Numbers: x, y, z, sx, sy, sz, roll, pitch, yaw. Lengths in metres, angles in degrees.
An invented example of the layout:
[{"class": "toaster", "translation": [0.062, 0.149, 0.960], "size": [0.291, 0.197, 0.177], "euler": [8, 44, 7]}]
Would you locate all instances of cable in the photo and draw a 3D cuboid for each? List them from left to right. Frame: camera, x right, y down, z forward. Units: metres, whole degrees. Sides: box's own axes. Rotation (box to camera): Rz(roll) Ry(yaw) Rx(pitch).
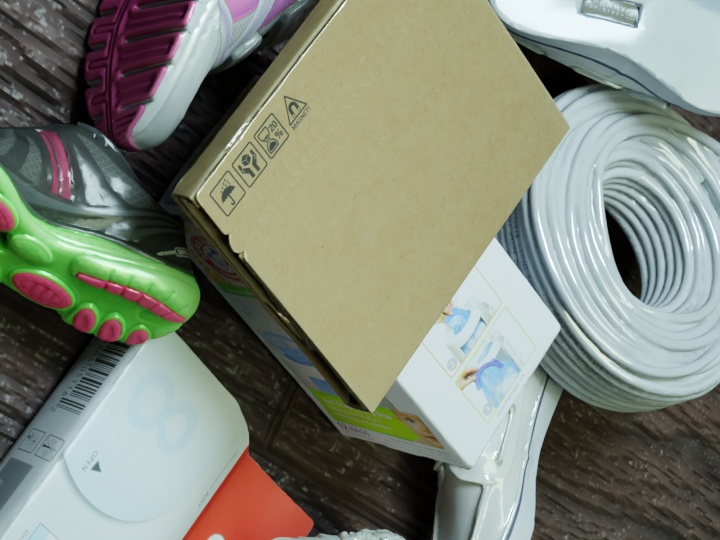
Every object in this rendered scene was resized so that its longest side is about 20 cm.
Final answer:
[{"class": "cable", "translation": [0.160, -0.015, 1.305], "size": [0.199, 0.069, 0.201], "euler": [36, 54, -26]}]

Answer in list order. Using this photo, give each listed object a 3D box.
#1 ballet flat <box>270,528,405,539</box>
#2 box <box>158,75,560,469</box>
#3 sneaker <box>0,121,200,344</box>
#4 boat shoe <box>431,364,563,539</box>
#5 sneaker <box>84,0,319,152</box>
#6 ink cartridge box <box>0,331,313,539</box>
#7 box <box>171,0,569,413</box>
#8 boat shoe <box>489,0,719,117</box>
[{"class": "ballet flat", "translation": [-0.048, 0.184, 1.163], "size": [0.200, 0.071, 0.072], "euler": [-37, 121, -40]}, {"class": "box", "translation": [0.000, 0.000, 1.163], "size": [0.102, 0.112, 0.200], "euler": [-54, 128, -21]}, {"class": "sneaker", "translation": [-0.163, -0.037, 1.046], "size": [0.200, 0.076, 0.084], "euler": [36, 37, -33]}, {"class": "boat shoe", "translation": [0.069, 0.104, 1.274], "size": [0.070, 0.071, 0.202], "euler": [32, 69, -33]}, {"class": "sneaker", "translation": [-0.065, -0.140, 1.099], "size": [0.088, 0.081, 0.201], "euler": [41, 70, -37]}, {"class": "ink cartridge box", "translation": [-0.107, 0.144, 1.134], "size": [0.161, 0.047, 0.200], "euler": [-55, 128, -21]}, {"class": "box", "translation": [0.012, -0.056, 1.076], "size": [0.201, 0.021, 0.164], "euler": [-54, 126, -23]}, {"class": "boat shoe", "translation": [0.151, -0.140, 1.280], "size": [0.200, 0.086, 0.075], "euler": [14, 89, -16]}]
